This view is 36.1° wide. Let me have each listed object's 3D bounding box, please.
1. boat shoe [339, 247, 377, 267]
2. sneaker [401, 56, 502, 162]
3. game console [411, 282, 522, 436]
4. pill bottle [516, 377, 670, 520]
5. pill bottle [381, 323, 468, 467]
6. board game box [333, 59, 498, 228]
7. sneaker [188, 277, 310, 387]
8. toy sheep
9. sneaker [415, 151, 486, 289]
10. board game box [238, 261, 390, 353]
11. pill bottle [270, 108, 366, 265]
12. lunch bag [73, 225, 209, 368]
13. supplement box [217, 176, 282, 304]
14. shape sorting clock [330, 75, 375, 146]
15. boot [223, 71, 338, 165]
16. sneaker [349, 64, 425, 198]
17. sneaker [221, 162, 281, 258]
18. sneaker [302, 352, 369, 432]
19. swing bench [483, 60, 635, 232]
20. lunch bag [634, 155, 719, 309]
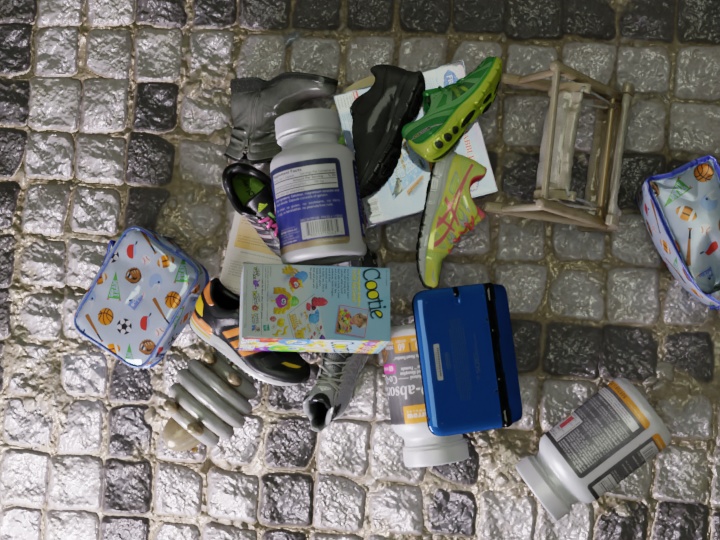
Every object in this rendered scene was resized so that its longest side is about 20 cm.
[{"bbox_3d":[0.000,0.000,1.641,0.056,0.069,0.202,-4,93,7],"label":"boat shoe"},{"bbox_3d":[0.131,-0.240,1.546,0.083,0.074,0.200,34,64,18],"label":"sneaker"},{"bbox_3d":[0.155,0.124,1.565,0.169,0.118,0.202,-6,85,-11],"label":"game console"},{"bbox_3d":[0.325,0.252,1.552,0.200,0.116,0.117,-38,83,3],"label":"pill bottle"},{"bbox_3d":[0.096,0.176,1.592,0.115,0.116,0.202,-8,85,6],"label":"pill bottle"},{"bbox_3d":[0.080,-0.184,1.617,0.198,0.041,0.202,-14,88,2],"label":"board game box"},{"bbox_3d":[-0.152,0.087,1.570,0.199,0.070,0.090,30,120,15],"label":"sneaker"},{"bbox_3d":[-0.216,0.183,1.620,0.138,0.138,0.200,43,83,7],"label":"toy sheep"},{"bbox_3d":[0.129,-0.069,1.555,0.090,0.078,0.202,13,90,0],"label":"sneaker"},{"bbox_3d":[-0.064,0.054,1.509,0.198,0.103,0.106,2,76,-8],"label":"board game box"},{"bbox_3d":[-0.061,-0.112,1.508,0.119,0.120,0.202,-8,83,6],"label":"pill bottle"},{"bbox_3d":[-0.333,0.036,1.672,0.160,0.076,0.201,32,91,10],"label":"lunch bag"},{"bbox_3d":[-0.130,-0.034,1.652,0.125,0.074,0.202,13,86,8],"label":"supplement box"},{"bbox_3d":[0.041,-0.194,1.660,0.198,0.039,0.202,0,88,3],"label":"shape sorting clock"},{"bbox_3d":[-0.117,-0.223,1.651,0.199,0.068,0.132,0,88,34],"label":"boot"},{"bbox_3d":[0.020,-0.199,1.571,0.090,0.076,0.201,23,87,16],"label":"sneaker"},{"bbox_3d":[-0.130,-0.082,1.574,0.074,0.087,0.200,-43,82,1],"label":"sneaker"},{"bbox_3d":[-0.035,0.143,1.580,0.074,0.116,0.201,15,110,9],"label":"sneaker"},{"bbox_3d":[0.297,-0.167,1.544,0.199,0.129,0.201,8,87,-30],"label":"swing bench"},{"bbox_3d":[0.474,-0.044,1.536,0.123,0.170,0.201,-20,83,10],"label":"lunch bag"}]
